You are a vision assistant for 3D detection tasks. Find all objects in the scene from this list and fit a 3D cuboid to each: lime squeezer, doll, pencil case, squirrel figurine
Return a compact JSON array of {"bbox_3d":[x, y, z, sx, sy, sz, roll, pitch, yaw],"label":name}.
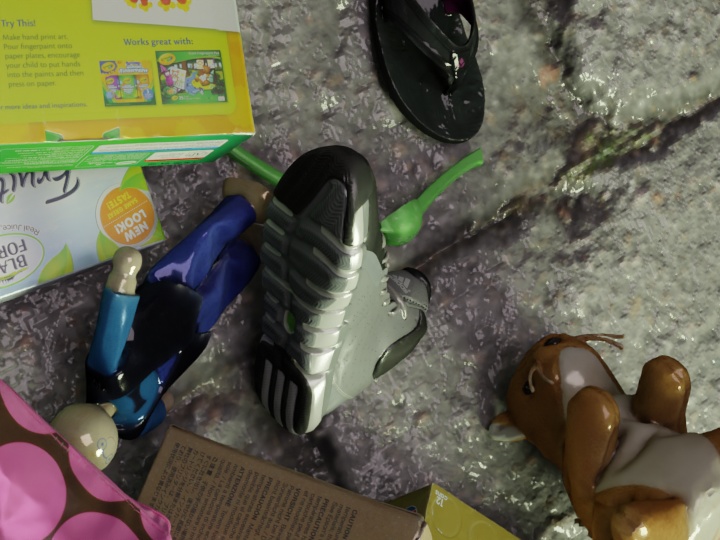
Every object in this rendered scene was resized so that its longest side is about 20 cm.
[{"bbox_3d":[0.001,-0.052,0.932,0.197,0.038,0.072,1,84,-26],"label":"lime squeezer"},{"bbox_3d":[-0.116,0.033,0.824,0.048,0.137,0.201,21,57,23],"label":"doll"},{"bbox_3d":[-0.183,0.107,0.731,0.200,0.091,0.094,45,74,-12],"label":"pencil case"},{"bbox_3d":[0.170,0.138,0.936,0.141,0.186,0.202,-35,132,-19],"label":"squirrel figurine"}]

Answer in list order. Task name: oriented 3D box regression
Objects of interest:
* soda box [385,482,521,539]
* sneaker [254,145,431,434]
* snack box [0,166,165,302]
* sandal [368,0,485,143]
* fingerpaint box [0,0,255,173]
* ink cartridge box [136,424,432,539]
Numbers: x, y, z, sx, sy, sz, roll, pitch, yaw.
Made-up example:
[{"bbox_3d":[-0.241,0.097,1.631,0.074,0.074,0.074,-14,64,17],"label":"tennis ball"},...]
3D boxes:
[{"bbox_3d":[0.091,0.218,0.916,0.199,0.064,0.068,35,50,-23],"label":"soda box"},{"bbox_3d":[0.000,0.000,0.871,0.115,0.202,0.075,-21,49,-37],"label":"sneaker"},{"bbox_3d":[-0.226,-0.050,0.806,0.198,0.053,0.144,-21,95,-28],"label":"snack box"},{"bbox_3d":[0.042,-0.185,0.960,0.074,0.048,0.203,-15,91,-27],"label":"sandal"},{"bbox_3d":[-0.170,-0.142,0.778,0.197,0.073,0.170,-6,83,-28],"label":"fingerpaint box"},{"bbox_3d":[-0.068,0.211,0.799,0.163,0.075,0.202,19,71,14],"label":"ink cartridge box"}]
